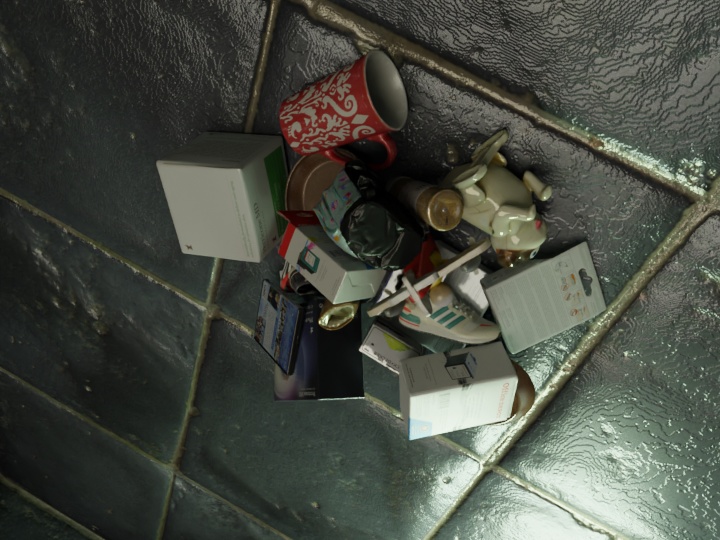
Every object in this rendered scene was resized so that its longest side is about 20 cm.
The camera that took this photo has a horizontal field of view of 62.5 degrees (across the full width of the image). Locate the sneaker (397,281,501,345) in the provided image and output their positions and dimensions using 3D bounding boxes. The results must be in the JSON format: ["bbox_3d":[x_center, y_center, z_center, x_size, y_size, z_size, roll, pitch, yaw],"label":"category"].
[{"bbox_3d":[0.169,0.075,1.114,0.197,0.070,0.095,12,103,19],"label":"sneaker"}]

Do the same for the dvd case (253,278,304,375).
[{"bbox_3d":[-0.177,0.116,1.267,0.199,0.017,0.145,30,113,55],"label":"dvd case"}]

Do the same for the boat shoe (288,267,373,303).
[{"bbox_3d":[-0.055,0.043,1.241,0.197,0.063,0.073,15,119,-23],"label":"boat shoe"}]

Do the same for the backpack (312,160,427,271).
[{"bbox_3d":[0.002,-0.094,0.994,0.127,0.201,0.167,-44,126,7],"label":"backpack"}]

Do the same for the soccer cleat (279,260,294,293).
[{"bbox_3d":[-0.115,-0.041,1.260,0.068,0.086,0.201,18,116,-33],"label":"soccer cleat"}]

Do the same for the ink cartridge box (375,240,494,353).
[{"bbox_3d":[0.150,0.050,1.176,0.198,0.043,0.198,32,111,13],"label":"ink cartridge box"}]

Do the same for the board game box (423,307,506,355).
[{"bbox_3d":[0.207,0.173,1.257,0.197,0.062,0.203,1,122,23],"label":"board game box"}]

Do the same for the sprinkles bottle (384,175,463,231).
[{"bbox_3d":[0.104,-0.120,1.030,0.067,0.200,0.069,-5,106,-18],"label":"sprinkles bottle"}]

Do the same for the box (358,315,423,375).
[{"bbox_3d":[0.067,0.148,1.216,0.116,0.200,0.061,31,96,4],"label":"box"}]

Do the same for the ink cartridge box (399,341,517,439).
[{"bbox_3d":[0.175,0.223,1.098,0.196,0.087,0.148,-10,134,-7],"label":"ink cartridge box"}]

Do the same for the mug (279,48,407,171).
[{"bbox_3d":[-0.033,-0.258,1.026,0.198,0.133,0.181,-11,82,34],"label":"mug"}]

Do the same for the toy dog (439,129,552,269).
[{"bbox_3d":[0.235,-0.098,1.020,0.200,0.140,0.193,46,136,-11],"label":"toy dog"}]

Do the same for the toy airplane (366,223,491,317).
[{"bbox_3d":[0.118,0.017,1.040,0.141,0.200,0.199,47,161,-25],"label":"toy airplane"}]

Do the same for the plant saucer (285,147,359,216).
[{"bbox_3d":[-0.054,-0.135,1.146,0.197,0.037,0.204,4,100,25],"label":"plant saucer"}]

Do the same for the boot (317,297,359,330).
[{"bbox_3d":[0.000,0.000,1.145,0.066,0.202,0.175,32,133,-16],"label":"boot"}]

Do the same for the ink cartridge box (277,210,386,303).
[{"bbox_3d":[-0.062,-0.030,1.056,0.200,0.115,0.068,40,118,31],"label":"ink cartridge box"}]

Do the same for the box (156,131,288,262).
[{"bbox_3d":[-0.258,-0.150,1.181,0.197,0.172,0.202,8,124,22],"label":"box"}]

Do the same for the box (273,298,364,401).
[{"bbox_3d":[-0.094,0.175,1.261,0.199,0.122,0.202,-19,71,53],"label":"box"}]

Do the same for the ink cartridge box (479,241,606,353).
[{"bbox_3d":[0.340,0.046,1.105,0.198,0.047,0.161,-26,116,5],"label":"ink cartridge box"}]

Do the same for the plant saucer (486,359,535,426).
[{"bbox_3d":[0.258,0.255,1.226,0.197,0.037,0.203,11,125,17],"label":"plant saucer"}]
